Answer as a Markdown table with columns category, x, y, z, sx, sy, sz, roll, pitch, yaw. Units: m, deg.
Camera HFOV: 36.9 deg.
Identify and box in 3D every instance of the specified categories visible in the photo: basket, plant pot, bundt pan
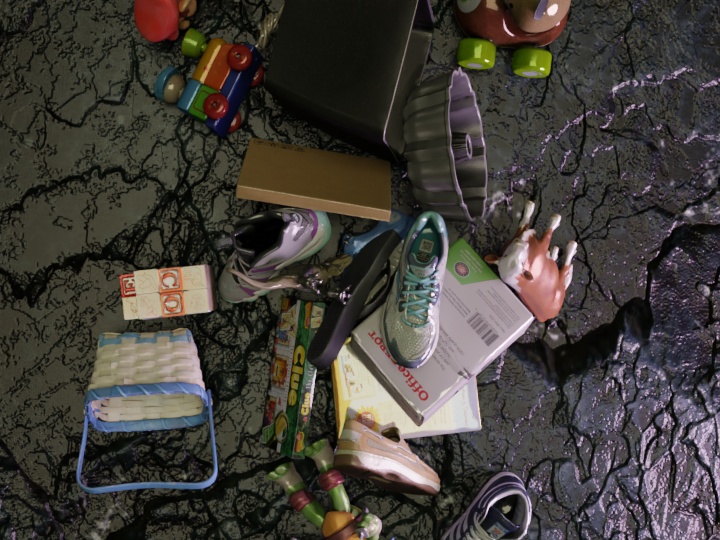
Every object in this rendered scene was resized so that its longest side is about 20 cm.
| category | x | y | z | sx | sy | sz | roll | pitch | yaw |
| --- | --- | --- | --- | --- | --- | --- | --- | --- | --- |
| basket | -0.269 | 0.183 | 1.387 | 0.173 | 0.140 | 0.203 | 0 | 59 | -4 |
| plant pot | -0.015 | -0.270 | 1.408 | 0.175 | 0.200 | 0.203 | 15 | 88 | 10 |
| bundt pan | 0.107 | -0.157 | 1.412 | 0.075 | 0.201 | 0.205 | -7 | 89 | 20 |

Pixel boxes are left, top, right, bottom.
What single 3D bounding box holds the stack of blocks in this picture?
| category | x | y | z | sx | sy | sz | roll | pitch | yaw |
| --- | --- | --- | --- | --- | --- | --- | --- | --- | --- |
| stack of blocks | -0.245 | 0.028 | 1.372 | 0.113 | 0.200 | 0.060 | -7 | 90 | -5 |

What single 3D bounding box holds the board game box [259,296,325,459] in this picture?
| category | x | y | z | sx | sy | sz | roll | pitch | yaw |
| --- | --- | --- | --- | --- | --- | --- | --- | --- | --- |
| board game box | -0.091 | 0.139 | 1.430 | 0.023 | 0.104 | 0.203 | 9 | 88 | -32 |

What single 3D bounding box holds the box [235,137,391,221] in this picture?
| category | x | y | z | sx | sy | sz | roll | pitch | yaw |
| --- | --- | --- | --- | --- | --- | --- | --- | --- | --- |
| box | -0.058 | -0.120 | 1.413 | 0.197 | 0.164 | 0.022 | 10 | 118 | -4 |

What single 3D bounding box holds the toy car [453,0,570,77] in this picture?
| category | x | y | z | sx | sy | sz | roll | pitch | yaw |
| --- | --- | --- | --- | --- | --- | --- | --- | --- | --- |
| toy car | 0.211 | -0.360 | 1.412 | 0.155 | 0.200 | 0.167 | 7 | 88 | -4 |

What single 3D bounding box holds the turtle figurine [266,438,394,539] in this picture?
| category | x | y | z | sx | sy | sz | roll | pitch | yaw |
| --- | --- | --- | --- | --- | --- | --- | --- | --- | --- |
| turtle figurine | -0.049 | 0.331 | 1.397 | 0.198 | 0.144 | 0.195 | -21 | 73 | -37 |

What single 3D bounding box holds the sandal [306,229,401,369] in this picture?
| category | x | y | z | sx | sy | sz | roll | pitch | yaw |
| --- | --- | --- | --- | --- | --- | --- | --- | --- | --- |
| sandal | -0.004 | 0.039 | 1.383 | 0.043 | 0.076 | 0.202 | 33 | 80 | -20 |

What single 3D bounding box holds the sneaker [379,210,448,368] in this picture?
| category | x | y | z | sx | sy | sz | roll | pitch | yaw |
| --- | --- | --- | --- | --- | --- | --- | --- | --- | --- |
| sneaker | 0.068 | 0.019 | 1.344 | 0.076 | 0.086 | 0.203 | 7 | 71 | 2 |

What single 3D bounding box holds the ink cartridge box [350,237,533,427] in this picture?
| category | x | y | z | sx | sy | sz | roll | pitch | yaw |
| --- | --- | --- | --- | --- | --- | --- | --- | --- | --- |
| ink cartridge box | 0.103 | 0.082 | 1.415 | 0.199 | 0.084 | 0.146 | -39 | 78 | -13 |

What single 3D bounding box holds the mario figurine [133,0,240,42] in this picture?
| category | x | y | z | sx | sy | sz | roll | pitch | yaw |
| --- | --- | --- | --- | --- | --- | --- | --- | --- | --- |
| mario figurine | -0.222 | -0.378 | 1.441 | 0.106 | 0.123 | 0.201 | 45 | 74 | -22 |

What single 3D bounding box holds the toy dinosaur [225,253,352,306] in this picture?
| category | x | y | z | sx | sy | sz | roll | pitch | yaw |
| --- | --- | --- | --- | --- | --- | --- | --- | --- | --- |
| toy dinosaur | -0.065 | 0.012 | 1.336 | 0.087 | 0.198 | 0.048 | 19 | 106 | 39 |

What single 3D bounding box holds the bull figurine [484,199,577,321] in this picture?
| category | x | y | z | sx | sy | sz | roll | pitch | yaw |
| --- | --- | --- | --- | --- | --- | --- | --- | --- | --- |
| bull figurine | 0.228 | -0.012 | 1.418 | 0.064 | 0.200 | 0.123 | 17 | 70 | 31 |

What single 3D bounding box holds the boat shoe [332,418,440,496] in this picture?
| category | x | y | z | sx | sy | sz | roll | pitch | yaw |
| --- | --- | --- | --- | --- | --- | --- | --- | --- | --- |
| boat shoe | 0.044 | 0.243 | 1.418 | 0.071 | 0.199 | 0.077 | -9 | 63 | 34 |

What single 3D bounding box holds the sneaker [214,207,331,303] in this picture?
| category | x | y | z | sx | sy | sz | roll | pitch | yaw |
| --- | --- | --- | --- | --- | --- | --- | --- | --- | --- |
| sneaker | -0.145 | -0.023 | 1.381 | 0.199 | 0.139 | 0.078 | -39 | 70 | 28 |

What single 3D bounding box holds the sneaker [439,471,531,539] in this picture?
| category | x | y | z | sx | sy | sz | roll | pitch | yaw |
| --- | --- | --- | --- | --- | --- | --- | --- | --- | --- |
| sneaker | 0.159 | 0.363 | 1.440 | 0.070 | 0.108 | 0.201 | 34 | 87 | -2 |

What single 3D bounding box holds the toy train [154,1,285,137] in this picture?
| category | x | y | z | sx | sy | sz | roll | pitch | yaw |
| --- | --- | --- | --- | --- | --- | --- | --- | --- | --- |
| toy train | -0.187 | -0.293 | 1.448 | 0.114 | 0.085 | 0.202 | 25 | 87 | 10 |

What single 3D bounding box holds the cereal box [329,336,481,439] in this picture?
| category | x | y | z | sx | sy | sz | roll | pitch | yaw |
| --- | --- | --- | --- | --- | --- | --- | --- | --- | --- |
| cereal box | 0.059 | 0.155 | 1.471 | 0.197 | 0.040 | 0.146 | -5 | 87 | -5 |

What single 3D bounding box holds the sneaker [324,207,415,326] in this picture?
| category | x | y | z | sx | sy | sz | roll | pitch | yaw |
| --- | --- | --- | --- | --- | --- | --- | --- | --- | --- |
| sneaker | 0.000 | 0.000 | 1.462 | 0.089 | 0.079 | 0.201 | 36 | 83 | 11 |
